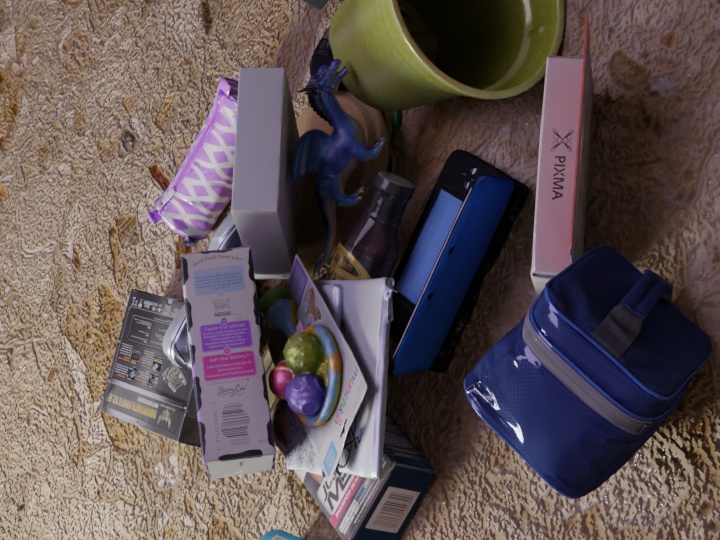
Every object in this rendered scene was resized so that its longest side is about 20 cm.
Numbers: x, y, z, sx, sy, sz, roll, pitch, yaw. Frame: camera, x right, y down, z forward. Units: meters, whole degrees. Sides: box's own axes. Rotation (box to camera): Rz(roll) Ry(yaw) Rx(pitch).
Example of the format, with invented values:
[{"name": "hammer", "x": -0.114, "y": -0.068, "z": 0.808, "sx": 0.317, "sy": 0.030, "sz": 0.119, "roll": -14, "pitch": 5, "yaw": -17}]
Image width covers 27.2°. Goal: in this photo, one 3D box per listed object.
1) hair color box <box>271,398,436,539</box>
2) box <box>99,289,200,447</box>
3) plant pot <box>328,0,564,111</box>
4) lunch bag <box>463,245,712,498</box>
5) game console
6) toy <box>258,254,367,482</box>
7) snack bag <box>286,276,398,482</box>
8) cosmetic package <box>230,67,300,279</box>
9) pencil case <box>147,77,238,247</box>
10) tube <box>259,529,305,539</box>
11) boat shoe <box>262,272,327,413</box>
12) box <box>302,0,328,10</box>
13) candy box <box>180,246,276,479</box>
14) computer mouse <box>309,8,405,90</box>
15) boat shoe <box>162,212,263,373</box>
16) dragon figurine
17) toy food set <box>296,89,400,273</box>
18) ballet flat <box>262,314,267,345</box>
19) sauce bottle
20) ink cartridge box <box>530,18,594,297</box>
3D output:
[{"name": "hair color box", "x": -0.014, "y": 0.177, "z": 1.481, "sx": 0.101, "sy": 0.060, "sz": 0.200, "roll": -61, "pitch": 39, "yaw": 15}, {"name": "box", "x": -0.228, "y": 0.114, "z": 1.781, "sx": 0.199, "sy": 0.048, "sz": 0.160, "roll": 9, "pitch": 84, "yaw": 53}, {"name": "plant pot", "x": 0.067, "y": -0.241, "z": 1.457, "sx": 0.184, "sy": 0.199, "sz": 0.202, "roll": -20, "pitch": 60, "yaw": 59}, {"name": "lunch bag", "x": 0.190, "y": 0.067, "z": 1.168, "sx": 0.136, "sy": 0.200, "sz": 0.133, "roll": 43, "pitch": 119, "yaw": 8}, {"name": "game console", "x": 0.063, "y": -0.014, "z": 1.410, "sx": 0.170, "sy": 0.118, "sz": 0.201, "roll": 37, "pitch": 105, "yaw": 51}, {"name": "toy", "x": -0.059, "y": 0.088, "z": 1.401, "sx": 0.201, "sy": 0.047, "sz": 0.116, "roll": -116, "pitch": 38, "yaw": -49}, {"name": "snack bag", "x": -0.023, "y": 0.102, "z": 1.401, "sx": 0.200, "sy": 0.021, "sz": 0.191, "roll": -2, "pitch": 84, "yaw": 64}, {"name": "cosmetic package", "x": -0.093, "y": -0.093, "z": 1.515, "sx": 0.200, "sy": 0.051, "sz": 0.152, "roll": 82, "pitch": -173, "yaw": -70}, {"name": "pencil case", "x": -0.179, "y": -0.133, "z": 1.786, "sx": 0.201, "sy": 0.085, "sz": 0.084, "roll": -59, "pitch": 42, "yaw": 16}, {"name": "tube", "x": -0.028, "y": 0.308, "z": 1.463, "sx": 0.199, "sy": 0.050, "sz": 0.078, "roll": 16, "pitch": 93, "yaw": 48}, {"name": "boat shoe", "x": -0.070, "y": 0.090, "z": 1.584, "sx": 0.201, "sy": 0.065, "sz": 0.072, "roll": -53, "pitch": 3, "yaw": 4}, {"name": "box", "x": -0.045, "y": -0.442, "z": 1.687, "sx": 0.197, "sy": 0.117, "sz": 0.201, "roll": -47, "pitch": 35, "yaw": 29}, {"name": "candy box", "x": -0.130, "y": 0.094, "z": 1.465, "sx": 0.168, "sy": 0.071, "sz": 0.202, "roll": 107, "pitch": 155, "yaw": -77}, {"name": "computer mouse", "x": 0.019, "y": -0.273, "z": 1.621, "sx": 0.201, "sy": 0.053, "sz": 0.138, "roll": -58, "pitch": 36, "yaw": -3}, {"name": "boat shoe", "x": -0.130, "y": 0.027, "z": 1.609, "sx": 0.091, "sy": 0.071, "sz": 0.201, "roll": 25, "pitch": 87, "yaw": 39}, {"name": "dragon figurine", "x": -0.039, "y": -0.107, "z": 1.485, "sx": 0.059, "sy": 0.099, "sz": 0.201, "roll": -100, "pitch": 32, "yaw": -82}, {"name": "toy food set", "x": -0.029, "y": -0.098, "z": 1.614, "sx": 0.197, "sy": 0.048, "sz": 0.202, "roll": -11, "pitch": 67, "yaw": 49}, {"name": "ballet flat", "x": -0.125, "y": 0.075, "z": 1.670, "sx": 0.063, "sy": 0.067, "sz": 0.202, "roll": -7, "pitch": 69, "yaw": 21}, {"name": "sauce bottle", "x": 0.000, "y": 0.000, "z": 1.490, "sx": 0.066, "sy": 0.066, "sz": 0.202, "roll": 36, "pitch": 110, "yaw": 51}, {"name": "ink cartridge box", "x": 0.171, "y": -0.089, "z": 1.271, "sx": 0.043, "sy": 0.174, "sz": 0.202, "roll": 3, "pitch": 75, "yaw": 12}]
